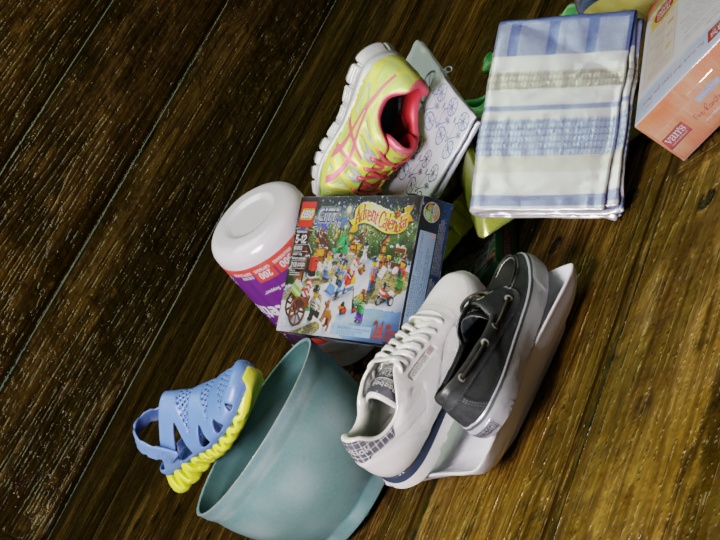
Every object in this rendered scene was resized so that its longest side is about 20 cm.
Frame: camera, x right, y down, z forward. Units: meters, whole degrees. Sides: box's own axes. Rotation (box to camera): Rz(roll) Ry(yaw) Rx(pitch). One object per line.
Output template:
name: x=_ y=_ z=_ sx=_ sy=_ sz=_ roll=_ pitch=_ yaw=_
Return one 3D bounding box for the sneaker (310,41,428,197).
sneaker: x=0.013 y=-0.120 z=1.485 sx=0.090 sy=0.078 sz=0.201 roll=35 pitch=120 yaw=40

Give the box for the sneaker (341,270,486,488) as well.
sneaker: x=0.050 y=0.081 z=1.263 sx=0.076 sy=0.080 sz=0.201 roll=-3 pitch=57 yaw=48

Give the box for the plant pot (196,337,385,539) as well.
plant pot: x=-0.050 y=0.186 z=1.449 sx=0.201 sy=0.134 sz=0.200 roll=-55 pitch=10 yaw=14

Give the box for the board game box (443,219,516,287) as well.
board game box: x=0.090 y=0.035 z=1.529 sx=0.200 sy=0.029 sz=0.135 roll=-52 pitch=12 yaw=26

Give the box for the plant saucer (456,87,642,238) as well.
plant saucer: x=0.173 y=-0.134 z=1.424 sx=0.199 sy=0.048 sz=0.200 roll=-34 pitch=19 yaw=9

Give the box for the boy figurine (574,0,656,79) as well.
boy figurine: x=0.260 y=-0.243 z=1.455 sx=0.124 sy=0.065 sz=0.200 roll=-21 pitch=22 yaw=9

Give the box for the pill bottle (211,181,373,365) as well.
pill bottle: x=-0.059 y=0.009 z=1.558 sx=0.112 sy=0.200 sz=0.113 roll=-27 pitch=34 yaw=20

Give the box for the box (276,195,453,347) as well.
box: x=0.000 y=0.000 z=1.400 sx=0.199 sy=0.037 sz=0.138 roll=3 pitch=81 yaw=54

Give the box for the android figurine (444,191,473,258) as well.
android figurine: x=0.085 y=-0.035 z=1.568 sx=0.182 sy=0.041 sz=0.200 roll=-51 pitch=-4 yaw=17

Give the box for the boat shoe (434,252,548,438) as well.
boat shoe: x=0.108 y=0.048 z=1.218 sx=0.069 sy=0.056 sz=0.201 roll=-46 pitch=16 yaw=41

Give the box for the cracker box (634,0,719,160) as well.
cracker box: x=0.298 y=-0.202 z=1.248 sx=0.134 sy=0.057 sz=0.201 roll=-48 pitch=15 yaw=39

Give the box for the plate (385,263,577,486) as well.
plate: x=0.110 y=0.100 z=1.287 sx=0.201 sy=0.032 sz=0.199 roll=-62 pitch=13 yaw=-21

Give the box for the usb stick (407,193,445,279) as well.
usb stick: x=0.058 y=0.015 z=1.387 sx=0.055 sy=0.032 sz=0.201 roll=-46 pitch=40 yaw=36

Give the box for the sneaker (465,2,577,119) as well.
sneaker: x=0.182 y=-0.226 z=1.673 sx=0.200 sy=0.083 sz=0.074 roll=-50 pitch=1 yaw=29

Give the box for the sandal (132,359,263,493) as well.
sandal: x=-0.169 y=0.151 z=1.503 sx=0.200 sy=0.087 sz=0.080 roll=-47 pitch=11 yaw=38

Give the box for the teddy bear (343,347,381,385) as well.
teddy bear: x=-0.008 y=0.115 z=1.654 sx=0.201 sy=0.066 sz=0.146 roll=-82 pitch=13 yaw=-55

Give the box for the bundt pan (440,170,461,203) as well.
bundt pan: x=0.075 y=-0.093 z=1.679 sx=0.202 sy=0.076 sz=0.202 roll=-49 pitch=-7 yaw=-9

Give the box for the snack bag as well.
snack bag: x=0.045 y=-0.126 z=1.526 sx=0.189 sy=0.021 sz=0.200 roll=-60 pitch=30 yaw=25

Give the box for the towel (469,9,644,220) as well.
towel: x=0.178 y=-0.139 z=1.336 sx=0.146 sy=0.024 sz=0.202 roll=0 pitch=69 yaw=27
